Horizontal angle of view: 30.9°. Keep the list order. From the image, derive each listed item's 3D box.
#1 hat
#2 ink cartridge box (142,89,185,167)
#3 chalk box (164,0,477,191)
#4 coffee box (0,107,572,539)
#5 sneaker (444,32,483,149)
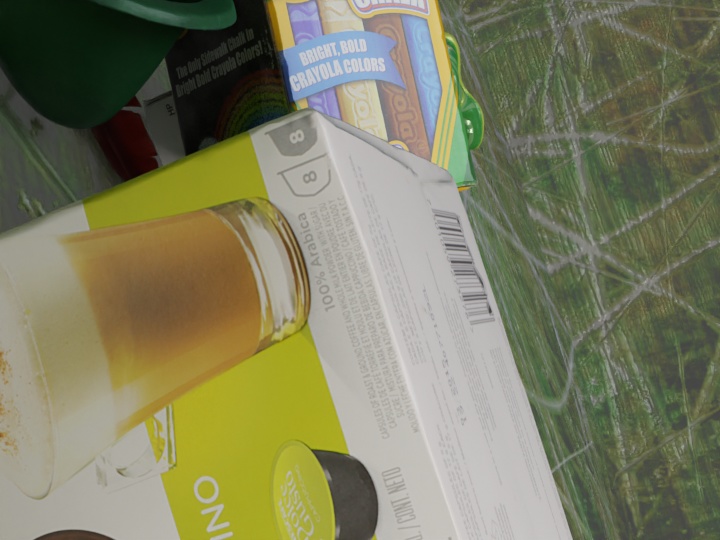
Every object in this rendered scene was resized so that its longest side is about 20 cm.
[{"bbox_3d":[-0.167,-0.093,0.679,0.199,0.177,0.166,29,22,-4],"label":"hat"},{"bbox_3d":[-0.061,-0.072,0.920,0.200,0.083,0.146,-48,117,-75],"label":"ink cartridge box"},{"bbox_3d":[-0.033,-0.128,0.758,0.123,0.124,0.202,-11,91,-36],"label":"chalk box"},{"bbox_3d":[-0.043,0.073,0.539,0.200,0.196,0.201,5,66,-73],"label":"coffee box"},{"bbox_3d":[0.134,-0.274,2.055,0.084,0.074,0.201,-53,128,-45],"label":"sneaker"}]
